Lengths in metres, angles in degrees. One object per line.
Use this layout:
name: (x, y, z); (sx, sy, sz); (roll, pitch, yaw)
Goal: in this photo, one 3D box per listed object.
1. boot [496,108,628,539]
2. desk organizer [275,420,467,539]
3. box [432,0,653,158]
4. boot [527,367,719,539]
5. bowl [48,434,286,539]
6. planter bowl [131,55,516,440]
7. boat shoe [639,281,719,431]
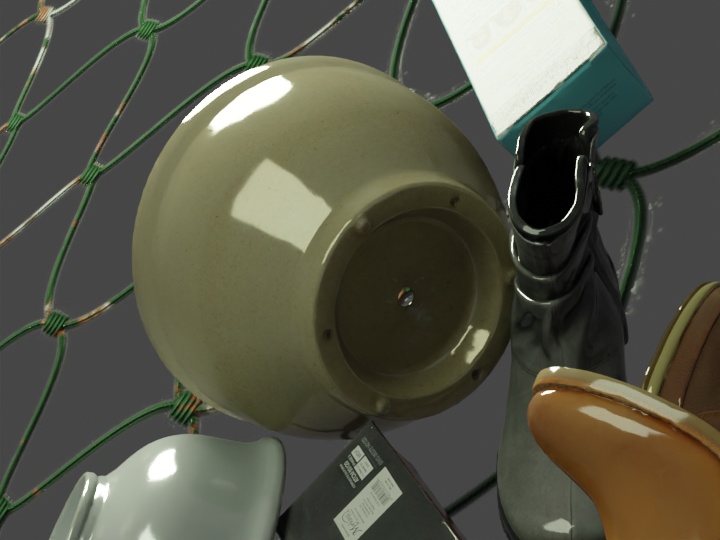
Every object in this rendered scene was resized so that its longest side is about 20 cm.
boot: (0.088, 0.027, 0.902); (0.069, 0.132, 0.201); (-6, 41, 7)
desk organizer: (0.036, 0.156, 0.886); (0.072, 0.077, 0.200); (-46, 29, 3)
box: (0.105, -0.135, 1.176); (0.082, 0.049, 0.201); (-40, 30, 15)
boot: (0.106, 0.144, 0.732); (0.155, 0.200, 0.077); (-48, -15, -11)
bowl: (-0.118, 0.164, 1.000); (0.201, 0.090, 0.203); (-156, 90, -81)
planter bowl: (0.000, 0.000, 1.003); (0.201, 0.200, 0.134); (-52, 31, -8)
boat shoe: (0.149, 0.097, 0.823); (0.067, 0.072, 0.202); (1, 57, 30)
